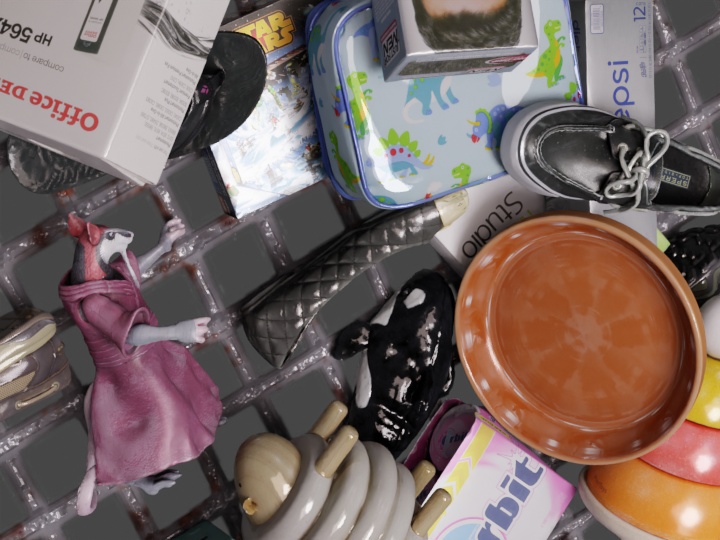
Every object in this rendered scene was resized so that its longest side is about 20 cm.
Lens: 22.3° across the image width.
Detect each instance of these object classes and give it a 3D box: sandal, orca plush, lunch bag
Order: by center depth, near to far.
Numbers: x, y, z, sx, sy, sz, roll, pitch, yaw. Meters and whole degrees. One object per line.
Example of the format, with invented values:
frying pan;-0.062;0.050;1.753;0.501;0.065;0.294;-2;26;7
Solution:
sandal;-0.154;-0.104;1.288;0.199;0.048;0.076;-25;107;2
lunch bag;0.063;-0.143;1.337;0.198;0.082;0.162;-19;106;-20
orca plush;0.023;0.097;1.408;0.105;0.071;0.200;42;83;-22

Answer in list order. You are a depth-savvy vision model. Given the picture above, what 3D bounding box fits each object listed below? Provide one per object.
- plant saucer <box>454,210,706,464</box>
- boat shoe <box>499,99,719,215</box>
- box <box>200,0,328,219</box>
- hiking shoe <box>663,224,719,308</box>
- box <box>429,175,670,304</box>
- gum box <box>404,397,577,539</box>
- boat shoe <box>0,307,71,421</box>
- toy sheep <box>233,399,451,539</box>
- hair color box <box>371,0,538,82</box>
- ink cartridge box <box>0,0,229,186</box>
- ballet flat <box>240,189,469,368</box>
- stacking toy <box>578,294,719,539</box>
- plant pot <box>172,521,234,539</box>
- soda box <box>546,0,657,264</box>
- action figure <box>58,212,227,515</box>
plant saucer;0.167;0.050;1.385;0.032;0.198;0.202;-38;117;-55
boat shoe;0.195;-0.074;1.332;0.198;0.068;0.074;17;91;-32
box;-0.034;-0.142;1.363;0.199;0.040;0.138;-25;108;-16
hiking shoe;0.256;0.050;1.502;0.200;0.076;0.101;-43;120;0
box;0.139;-0.037;1.452;0.145;0.036;0.200;-48;113;-9
gum box;0.073;0.212;1.449;0.113;0.066;0.201;35;85;-24
boat shoe;-0.289;0.106;1.284;0.199;0.074;0.074;-34;109;-12
toy sheep;-0.011;0.183;1.338;0.199;0.138;0.139;36;85;-17
hair color box;0.053;-0.238;1.263;0.098;0.061;0.202;-6;80;-17
ink cartridge box;-0.177;-0.178;1.233;0.145;0.084;0.202;20;86;20
ballet flat;0.000;0.000;1.370;0.199;0.066;0.057;-33;90;8
stacking toy;0.264;0.114;1.424;0.145;0.146;0.202;8;111;-23
plant pot;-0.097;0.300;1.361;0.140;0.141;0.202;-28;100;-15
soda box;0.183;-0.109;1.405;0.063;0.068;0.202;-6;99;-25
action figure;-0.174;0.050;1.314;0.148;0.134;0.201;-24;110;3
